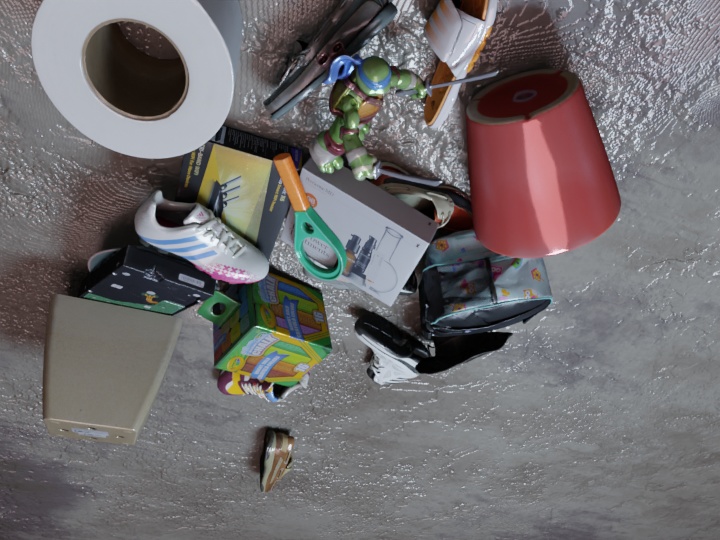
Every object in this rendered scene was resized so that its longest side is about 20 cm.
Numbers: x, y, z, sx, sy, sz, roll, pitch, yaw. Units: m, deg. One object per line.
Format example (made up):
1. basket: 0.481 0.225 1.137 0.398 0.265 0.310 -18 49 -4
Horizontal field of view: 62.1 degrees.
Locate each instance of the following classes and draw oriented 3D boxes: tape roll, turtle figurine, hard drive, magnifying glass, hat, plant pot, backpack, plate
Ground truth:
1. tape roll: -0.232 -0.247 0.653 0.198 0.141 0.205 -3 134 -4
2. turtle figurine: 0.025 -0.164 0.708 0.196 0.147 0.193 9 173 -20
3. hard drive: -0.321 0.024 0.893 0.138 0.039 0.198 23 150 -35
4. magnifying glass: -0.074 -0.068 0.828 0.078 0.023 0.203 3 129 30
5. hat: 0.170 0.111 1.056 0.197 0.200 0.082 -23 89 15
6. plant pot: -0.413 0.175 0.969 0.196 0.180 0.200 13 152 -18
7. plant pot: 0.225 -0.147 0.777 0.197 0.202 0.179 -17 123 10
8. backpack: 0.190 0.020 0.927 0.195 0.157 0.176 -3 164 2
9. plate: -0.316 0.004 0.929 0.195 0.026 0.201 3 154 1

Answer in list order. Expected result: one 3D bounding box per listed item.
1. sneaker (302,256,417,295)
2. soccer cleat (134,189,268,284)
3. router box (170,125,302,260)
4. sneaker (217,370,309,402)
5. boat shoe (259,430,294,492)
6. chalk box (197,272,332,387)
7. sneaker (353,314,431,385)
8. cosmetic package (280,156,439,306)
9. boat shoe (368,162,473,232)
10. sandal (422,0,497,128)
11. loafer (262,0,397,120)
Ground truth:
1. sneaker: 0.000 0.000 0.970 0.196 0.075 0.080 16 140 -12
2. soccer cleat: -0.208 -0.043 0.821 0.197 0.071 0.086 21 134 -23
3. router box: -0.184 -0.101 0.857 0.154 0.053 0.202 13 131 -17
4. sneaker: -0.187 0.208 1.125 0.197 0.091 0.075 -23 132 15
5. boat shoe: -0.189 0.439 1.358 0.072 0.077 0.202 4 134 -14
6. chalk box: -0.163 0.088 0.971 0.198 0.126 0.125 21 129 -36
7. sneaker: 0.037 0.164 1.118 0.115 0.077 0.199 -38 129 25
8. cosmetic package: -0.007 -0.055 0.853 0.198 0.052 0.152 31 136 3
9. boat shoe: 0.098 -0.094 0.889 0.197 0.063 0.071 22 126 -26
10. sandal: 0.100 -0.262 0.716 0.058 0.080 0.209 3 135 -18
11. loafer: -0.048 -0.266 0.717 0.199 0.072 0.063 -36 108 17
